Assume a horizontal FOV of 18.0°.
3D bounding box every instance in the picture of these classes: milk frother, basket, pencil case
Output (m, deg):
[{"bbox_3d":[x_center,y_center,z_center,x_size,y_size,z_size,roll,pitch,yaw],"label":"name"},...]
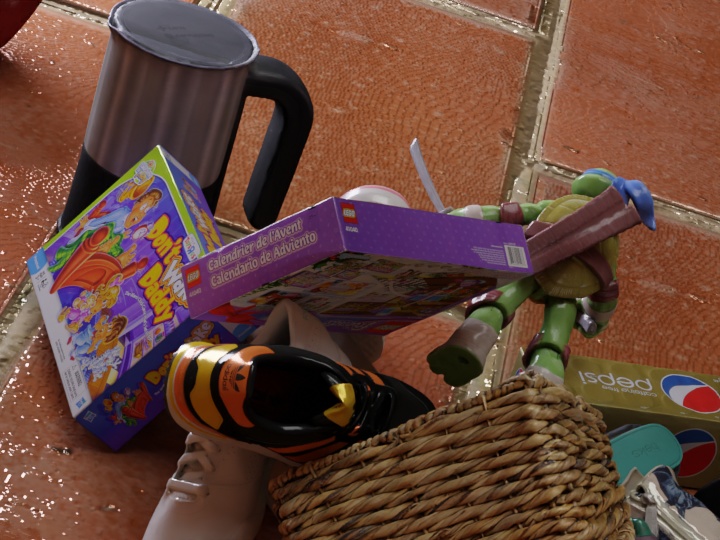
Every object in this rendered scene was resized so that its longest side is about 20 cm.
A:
[{"bbox_3d":[-0.155,-0.124,1.782,0.180,0.189,0.200,-5,35,-38],"label":"milk frother"},{"bbox_3d":[0.066,0.174,1.376,0.143,0.200,0.149,34,35,-59],"label":"basket"},{"bbox_3d":[0.250,0.213,1.522,0.200,0.078,0.089,38,-2,33],"label":"pencil case"}]

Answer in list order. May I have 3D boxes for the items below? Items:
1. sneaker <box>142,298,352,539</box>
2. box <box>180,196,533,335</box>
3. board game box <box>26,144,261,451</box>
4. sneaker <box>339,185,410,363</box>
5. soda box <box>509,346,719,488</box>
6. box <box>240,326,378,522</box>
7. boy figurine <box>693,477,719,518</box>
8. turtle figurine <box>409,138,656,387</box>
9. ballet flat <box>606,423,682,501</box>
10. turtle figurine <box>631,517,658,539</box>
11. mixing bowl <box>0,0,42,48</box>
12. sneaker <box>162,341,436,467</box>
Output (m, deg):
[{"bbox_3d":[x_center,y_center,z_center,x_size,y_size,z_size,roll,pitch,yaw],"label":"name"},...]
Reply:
[{"bbox_3d":[-0.087,0.105,1.426,0.075,0.089,0.200,15,61,38],"label":"sneaker"},{"bbox_3d":[0.000,0.000,1.487,0.200,0.137,0.039,7,65,-50],"label":"box"},{"bbox_3d":[-0.155,0.015,1.584,0.045,0.134,0.200,43,11,-35],"label":"board game box"},{"bbox_3d":[0.002,-0.024,1.658,0.075,0.200,0.105,10,55,0],"label":"sneaker"},{"bbox_3d":[0.207,0.114,1.701,0.199,0.064,0.068,8,30,-18],"label":"soda box"},{"bbox_3d":[-0.053,0.079,1.576,0.078,0.095,0.200,-1,32,-30],"label":"box"},{"bbox_3d":[0.328,0.146,1.664,0.200,0.064,0.125,-25,88,-43],"label":"boy figurine"},{"bbox_3d":[0.113,0.019,1.639,0.199,0.144,0.194,4,51,33],"label":"turtle figurine"},{"bbox_3d":[0.145,0.154,1.587,0.200,0.073,0.073,-9,38,-43],"label":"ballet flat"},{"bbox_3d":[0.112,0.235,1.390,0.149,0.101,0.200,-14,20,36],"label":"turtle figurine"},{"bbox_3d":[-0.364,-0.250,1.973,0.199,0.109,0.200,15,27,-8],"label":"mixing bowl"},{"bbox_3d":[-0.018,0.088,1.383,0.200,0.070,0.090,15,-10,-35],"label":"sneaker"}]
